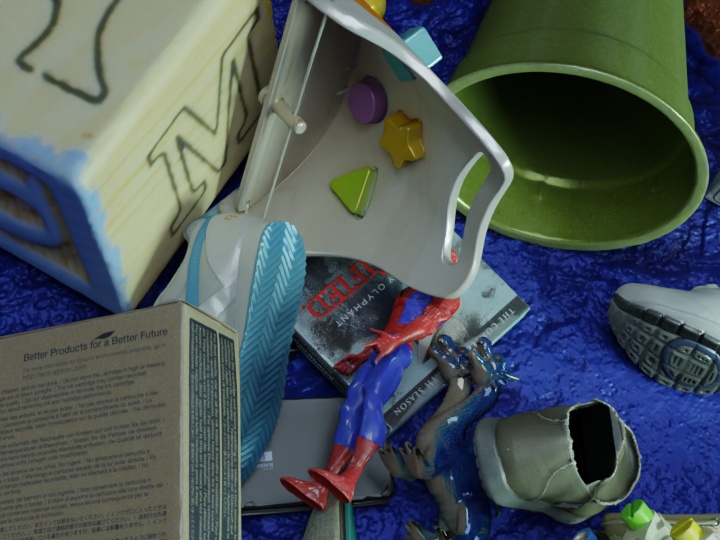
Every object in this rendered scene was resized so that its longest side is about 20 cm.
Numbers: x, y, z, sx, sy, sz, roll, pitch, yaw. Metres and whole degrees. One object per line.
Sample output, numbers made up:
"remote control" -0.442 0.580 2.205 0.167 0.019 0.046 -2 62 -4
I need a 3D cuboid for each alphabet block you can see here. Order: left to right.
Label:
"alphabet block" -0.185 -0.125 1.214 0.195 0.196 0.200 29 69 14

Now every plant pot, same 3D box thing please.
"plant pot" 0.154 -0.147 1.307 0.200 0.200 0.190 17 56 -2

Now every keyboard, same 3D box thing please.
"keyboard" -0.080 0.104 1.258 0.200 0.021 0.127 -2 72 -10

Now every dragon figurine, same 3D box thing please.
"dragon figurine" 0.077 0.141 1.227 0.099 0.059 0.200 -21 90 -27

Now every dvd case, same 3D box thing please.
"dvd case" 0.000 0.000 1.295 0.146 0.022 0.200 -39 80 -26

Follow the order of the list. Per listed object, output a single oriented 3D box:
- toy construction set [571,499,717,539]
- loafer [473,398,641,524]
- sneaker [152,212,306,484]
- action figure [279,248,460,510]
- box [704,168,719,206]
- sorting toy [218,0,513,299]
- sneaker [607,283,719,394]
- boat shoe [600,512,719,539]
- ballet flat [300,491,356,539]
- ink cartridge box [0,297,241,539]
"toy construction set" 0.138 0.217 1.162 0.200 0.131 0.092 -24 107 4
"loafer" 0.144 0.123 1.201 0.070 0.200 0.075 -16 79 27
"sneaker" -0.098 0.061 1.225 0.081 0.076 0.200 10 81 34
"action figure" 0.015 0.061 1.220 0.052 0.065 0.200 38 61 -9
"box" 0.334 -0.134 1.351 0.060 0.117 0.200 31 68 1
"sorting toy" 0.019 -0.077 1.207 0.107 0.200 0.180 -23 55 -40
"sneaker" 0.269 0.043 1.312 0.200 0.075 0.087 17 57 -9
"boat shoe" 0.264 0.173 1.257 0.200 0.073 0.063 -13 78 -5
"ballet flat" -0.025 0.237 1.194 0.062 0.067 0.200 -8 73 1
"ink cartridge box" -0.175 0.120 1.159 0.200 0.075 0.165 -11 68 26
